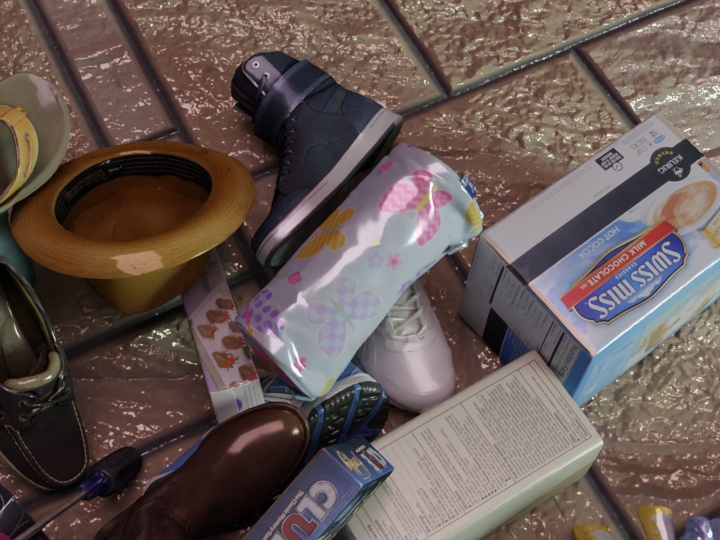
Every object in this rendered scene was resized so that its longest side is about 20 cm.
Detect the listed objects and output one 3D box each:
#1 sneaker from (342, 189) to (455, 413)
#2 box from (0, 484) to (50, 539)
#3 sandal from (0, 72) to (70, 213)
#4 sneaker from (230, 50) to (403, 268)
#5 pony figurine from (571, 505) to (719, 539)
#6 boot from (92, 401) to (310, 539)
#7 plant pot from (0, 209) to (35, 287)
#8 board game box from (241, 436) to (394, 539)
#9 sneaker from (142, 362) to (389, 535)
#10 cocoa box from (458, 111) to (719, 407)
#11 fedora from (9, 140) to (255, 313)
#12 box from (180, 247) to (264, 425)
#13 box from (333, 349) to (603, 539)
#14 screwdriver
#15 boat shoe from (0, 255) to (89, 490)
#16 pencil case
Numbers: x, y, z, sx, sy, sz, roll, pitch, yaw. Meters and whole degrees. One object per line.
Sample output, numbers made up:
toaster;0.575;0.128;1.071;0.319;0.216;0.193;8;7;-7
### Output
sneaker;0.020;0.019;0.930;0.077;0.100;0.201;-19;63;-16
box;-0.307;0.230;0.765;0.114;0.133;0.200;25;61;27
sandal;-0.274;-0.083;0.839;0.080;0.054;0.200;38;46;-5
sneaker;-0.072;-0.103;1.002;0.146;0.077;0.203;35;54;4
pony figurine;0.215;0.267;0.785;0.192;0.166;0.201;-9;59;30
boot;-0.107;0.165;0.734;0.186;0.200;0.064;-39;94;-1
plant pot;-0.369;0.013;0.876;0.200;0.201;0.196;37;57;17
board game box;-0.064;0.196;0.746;0.035;0.135;0.200;42;93;11
sneaker;-0.076;0.133;0.889;0.199;0.076;0.077;-26;36;-13
cocoa box;0.200;-0.002;0.931;0.199;0.134;0.131;-34;67;-19
fedora;-0.171;-0.028;0.898;0.199;0.082;0.201;-2;33;1
box;-0.117;0.037;0.912;0.038;0.042;0.201;-15;43;-10
box;0.071;0.154;0.867;0.199;0.078;0.095;-26;65;-16
screwdriver;-0.203;0.160;0.805;0.029;0.200;0.028;-4;97;17
boat shoe;-0.247;0.078;0.839;0.064;0.201;0.073;2;32;44
pencil case;0.000;0.000;0.852;0.200;0.091;0.083;-46;32;-7
